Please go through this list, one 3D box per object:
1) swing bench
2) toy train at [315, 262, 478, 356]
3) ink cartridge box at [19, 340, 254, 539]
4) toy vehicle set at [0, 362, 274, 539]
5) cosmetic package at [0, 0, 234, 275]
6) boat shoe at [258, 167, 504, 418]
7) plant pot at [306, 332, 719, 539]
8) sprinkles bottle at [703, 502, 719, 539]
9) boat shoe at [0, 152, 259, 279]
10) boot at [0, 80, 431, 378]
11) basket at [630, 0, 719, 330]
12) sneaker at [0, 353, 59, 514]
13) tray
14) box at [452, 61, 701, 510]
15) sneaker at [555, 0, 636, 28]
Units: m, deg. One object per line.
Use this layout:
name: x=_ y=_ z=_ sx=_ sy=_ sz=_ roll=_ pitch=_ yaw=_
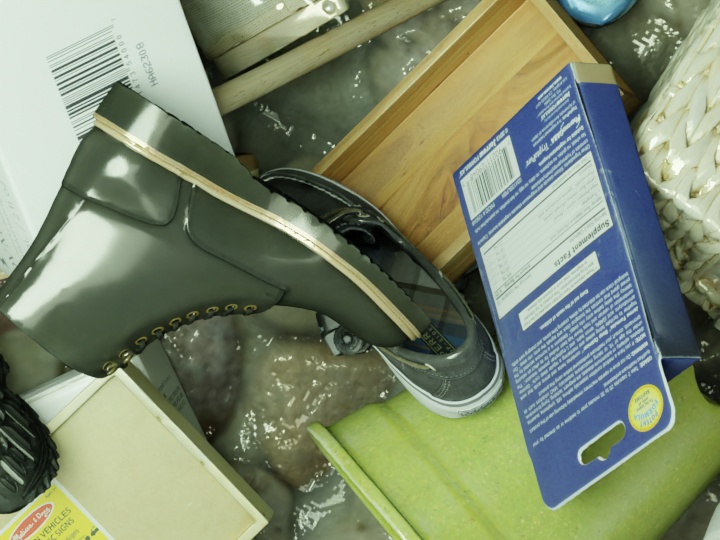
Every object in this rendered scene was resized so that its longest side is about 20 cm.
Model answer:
swing bench: x=-0.054 y=-0.207 z=1.365 sx=0.199 sy=0.130 sz=0.200 roll=-28 pitch=96 yaw=-16
toy train: x=0.060 y=-0.016 z=1.440 sx=0.200 sy=0.034 sz=0.046 roll=-32 pitch=83 yaw=7
ink cartridge box: x=-0.145 y=0.157 z=1.447 sx=0.144 sy=0.084 sz=0.201 roll=-24 pitch=97 yaw=6
toy vehicle set: x=-0.162 y=0.159 z=1.391 sx=0.200 sy=0.027 sz=0.124 roll=-43 pitch=93 yaw=8
cosmetic package: x=-0.179 y=-0.111 z=1.315 sx=0.123 sy=0.200 sz=0.200 roll=-28 pitch=115 yaw=-19
boat shoe: x=0.000 y=0.000 z=1.343 sx=0.070 sy=0.066 sz=0.200 roll=-37 pitch=57 yaw=-9
plant pot: x=0.103 y=0.106 z=1.388 sx=0.184 sy=0.200 sz=0.201 roll=-40 pitch=95 yaw=-4
sprinkles bottle: x=0.251 y=0.085 z=1.374 sx=0.068 sy=0.068 sz=0.200 roll=29 pitch=59 yaw=-2
boat shoe: x=-0.148 y=-0.011 z=1.431 sx=0.199 sy=0.072 sz=0.065 roll=-16 pitch=96 yaw=-1
boot: x=-0.078 y=0.016 z=1.249 sx=0.200 sy=0.077 sz=0.139 roll=34 pitch=90 yaw=-15
basket: x=0.221 y=-0.082 z=1.345 sx=0.123 sy=0.136 sz=0.200 roll=32 pitch=76 yaw=1
sneaker: x=-0.224 y=0.083 z=1.360 sx=0.079 sy=0.200 sz=0.074 roll=-42 pitch=123 yaw=-1
tray: x=0.052 y=-0.063 z=1.399 sx=0.200 sy=0.037 sz=0.099 roll=-44 pitch=68 yaw=16
box: x=0.111 y=0.010 z=1.279 sx=0.032 sy=0.121 sz=0.201 roll=2 pitch=62 yaw=-32
sneaker: x=0.145 y=-0.231 z=1.374 sx=0.078 sy=0.090 sz=0.201 roll=15 pitch=103 yaw=1
